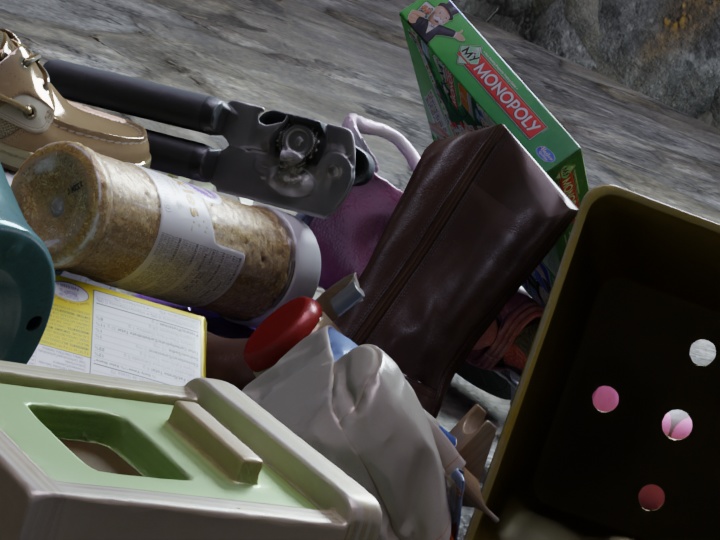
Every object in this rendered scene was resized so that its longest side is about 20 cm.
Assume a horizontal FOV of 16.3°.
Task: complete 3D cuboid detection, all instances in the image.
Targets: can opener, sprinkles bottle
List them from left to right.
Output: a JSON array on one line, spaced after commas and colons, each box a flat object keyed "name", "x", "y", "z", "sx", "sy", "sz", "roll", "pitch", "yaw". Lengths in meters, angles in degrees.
[{"name": "sprinkles bottle", "x": -0.102, "y": -0.016, "z": 1.351, "sx": 0.068, "sy": 0.069, "sz": 0.200, "roll": 27, "pitch": 6, "yaw": 35}, {"name": "can opener", "x": -0.090, "y": -0.075, "z": 1.450, "sx": 0.199, "sy": 0.054, "sz": 0.067, "roll": 15, "pitch": 2, "yaw": 17}]

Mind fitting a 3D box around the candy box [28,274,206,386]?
[{"name": "candy box", "x": -0.171, "y": 0.035, "z": 1.233, "sx": 0.199, "sy": 0.026, "sz": 0.103, "roll": 17, "pitch": 37, "yaw": -15}]

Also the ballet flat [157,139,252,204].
[{"name": "ballet flat", "x": -0.107, "y": -0.043, "z": 1.667, "sx": 0.068, "sy": 0.076, "sz": 0.200, "roll": 11, "pitch": 14, "yaw": -33}]

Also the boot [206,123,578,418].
[{"name": "boot", "x": 0.000, "y": 0.000, "z": 1.309, "sx": 0.186, "sy": 0.201, "sz": 0.064, "roll": 30, "pitch": 1, "yaw": 29}]

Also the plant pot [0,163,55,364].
[{"name": "plant pot", "x": -0.236, "y": -0.020, "z": 1.086, "sx": 0.188, "sy": 0.201, "sz": 0.200, "roll": 42, "pitch": 21, "yaw": 28}]

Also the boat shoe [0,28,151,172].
[{"name": "boat shoe", "x": -0.196, "y": -0.095, "z": 1.354, "sx": 0.199, "sy": 0.065, "sz": 0.071, "roll": 13, "pitch": 13, "yaw": -33}]

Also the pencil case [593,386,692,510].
[{"name": "pencil case", "x": 0.219, "y": 0.111, "z": 1.460, "sx": 0.199, "sy": 0.091, "sz": 0.094, "roll": 24, "pitch": 18, "yaw": 8}]

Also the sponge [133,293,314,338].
[{"name": "sponge", "x": -0.075, "y": 0.035, "z": 1.471, "sx": 0.111, "sy": 0.030, "sz": 0.200, "roll": 21, "pitch": 11, "yaw": 2}]

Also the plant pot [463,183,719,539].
[{"name": "plant pot", "x": 0.170, "y": 0.084, "z": 1.285, "sx": 0.199, "sy": 0.201, "sz": 0.176, "roll": 19, "pitch": 0, "yaw": 0}]

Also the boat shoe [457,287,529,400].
[{"name": "boat shoe", "x": 0.059, "y": 0.016, "z": 1.614, "sx": 0.065, "sy": 0.075, "sz": 0.202, "roll": -30, "pitch": 36, "yaw": -24}]

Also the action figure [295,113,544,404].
[{"name": "action figure", "x": 0.061, "y": 0.016, "z": 1.482, "sx": 0.200, "sy": 0.150, "sz": 0.134, "roll": 30, "pitch": 14, "yaw": 33}]

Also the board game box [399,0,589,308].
[{"name": "board game box", "x": 0.084, "y": -0.053, "z": 1.408, "sx": 0.135, "sy": 0.029, "sz": 0.200, "roll": 52, "pitch": -9, "yaw": 29}]

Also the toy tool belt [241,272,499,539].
[{"name": "toy tool belt", "x": 0.002, "y": 0.095, "z": 1.167, "sx": 0.123, "sy": 0.125, "sz": 0.200, "roll": 49, "pitch": 7, "yaw": -17}]

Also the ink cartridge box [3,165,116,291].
[{"name": "ink cartridge box", "x": -0.232, "y": -0.033, "z": 1.381, "sx": 0.146, "sy": 0.086, "sz": 0.200, "roll": 24, "pitch": 13, "yaw": 20}]

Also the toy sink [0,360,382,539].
[{"name": "toy sink", "x": -0.075, "y": 0.107, "z": 0.923, "sx": 0.199, "sy": 0.113, "sz": 0.130, "roll": 11, "pitch": 14, "yaw": -35}]
